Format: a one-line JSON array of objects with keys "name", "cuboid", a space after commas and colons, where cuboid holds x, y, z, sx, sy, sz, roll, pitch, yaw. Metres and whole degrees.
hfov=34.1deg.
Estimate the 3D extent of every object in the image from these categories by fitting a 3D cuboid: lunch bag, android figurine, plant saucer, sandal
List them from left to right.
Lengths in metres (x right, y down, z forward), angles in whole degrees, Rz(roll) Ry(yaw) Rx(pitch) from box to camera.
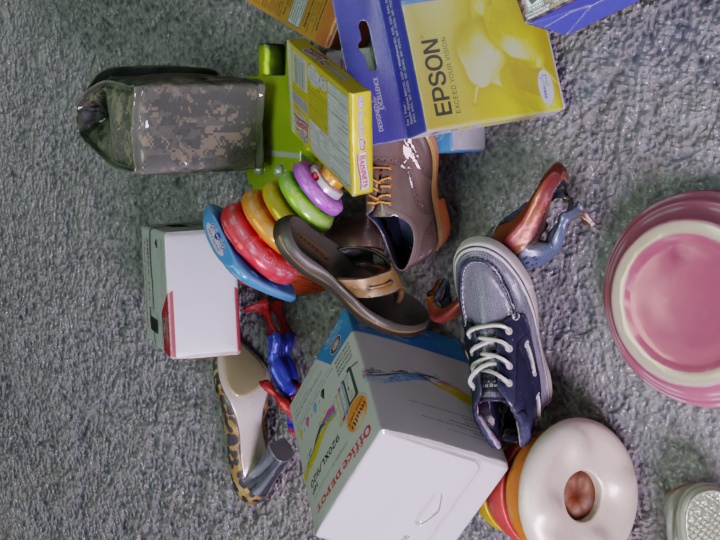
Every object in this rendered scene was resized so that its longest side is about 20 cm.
[{"name": "lunch bag", "cuboid": [-0.224, -0.177, 1.361, 0.200, 0.164, 0.118, 20, 111, 55]}, {"name": "android figurine", "cuboid": [-0.091, -0.161, 1.348, 0.182, 0.041, 0.200, 15, 104, 53]}, {"name": "sandal", "cuboid": [0.000, 0.000, 1.195, 0.200, 0.082, 0.055, 38, 117, -20]}, {"name": "plant saucer", "cuboid": [0.307, 0.028, 1.065, 0.200, 0.051, 0.201, 6, 99, 39]}]

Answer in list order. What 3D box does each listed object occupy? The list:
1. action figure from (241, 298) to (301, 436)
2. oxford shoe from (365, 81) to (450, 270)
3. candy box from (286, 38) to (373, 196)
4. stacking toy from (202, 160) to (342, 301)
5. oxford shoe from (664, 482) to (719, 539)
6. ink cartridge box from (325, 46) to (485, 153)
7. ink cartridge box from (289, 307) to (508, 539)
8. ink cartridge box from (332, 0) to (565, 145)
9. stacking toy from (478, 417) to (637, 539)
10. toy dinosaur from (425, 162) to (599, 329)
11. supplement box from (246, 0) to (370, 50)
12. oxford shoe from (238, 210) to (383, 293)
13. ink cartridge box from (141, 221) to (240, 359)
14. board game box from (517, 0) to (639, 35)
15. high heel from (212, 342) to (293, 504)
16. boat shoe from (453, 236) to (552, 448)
[{"name": "action figure", "cuboid": [-0.087, 0.134, 1.385, 0.052, 0.065, 0.200, -25, 78, 15]}, {"name": "oxford shoe", "cuboid": [0.037, -0.092, 1.180, 0.071, 0.073, 0.200, 3, 125, 39]}, {"name": "candy box", "cuboid": [-0.033, -0.156, 1.161, 0.200, 0.026, 0.102, -129, 31, -58]}, {"name": "stacking toy", "cuboid": [-0.059, -0.071, 1.239, 0.200, 0.110, 0.116, -40, 55, 16]}, {"name": "oxford shoe", "cuboid": [0.318, 0.285, 1.086, 0.058, 0.075, 0.200, -139, 41, -76]}, {"name": "ink cartridge box", "cuboid": [0.030, -0.179, 1.250, 0.200, 0.067, 0.116, 1, 97, 38]}, {"name": "ink cartridge box", "cuboid": [0.032, 0.166, 1.186, 0.147, 0.145, 0.200, -61, 25, 25]}, {"name": "ink cartridge box", "cuboid": [0.081, -0.232, 1.133, 0.047, 0.200, 0.198, 161, 97, -74]}, {"name": "stacking toy", "cuboid": [0.163, 0.218, 1.177, 0.200, 0.146, 0.146, -7, 91, 58]}, {"name": "toy dinosaur", "cuboid": [0.130, -0.021, 1.145, 0.181, 0.200, 0.105, -35, 53, 3]}, {"name": "supplement box", "cuboid": [-0.074, -0.316, 1.319, 0.200, 0.067, 0.069, 34, 115, 30]}, {"name": "oxford shoe", "cuboid": [-0.057, -0.019, 1.339, 0.200, 0.071, 0.073, -12, 71, 33]}, {"name": "ink cartridge box", "cuboid": [-0.204, 0.018, 1.390, 0.200, 0.084, 0.144, -166, 73, -72]}, {"name": "board game box", "cuboid": [0.204, -0.340, 1.062, 0.159, 0.097, 0.200, -22, 81, 30]}, {"name": "high heel", "cuboid": [-0.155, 0.185, 1.451, 0.200, 0.071, 0.143, 63, 143, 26]}, {"name": "boat shoe", "cuboid": [0.129, 0.073, 1.096, 0.075, 0.093, 0.200, -11, 116, 28]}]
